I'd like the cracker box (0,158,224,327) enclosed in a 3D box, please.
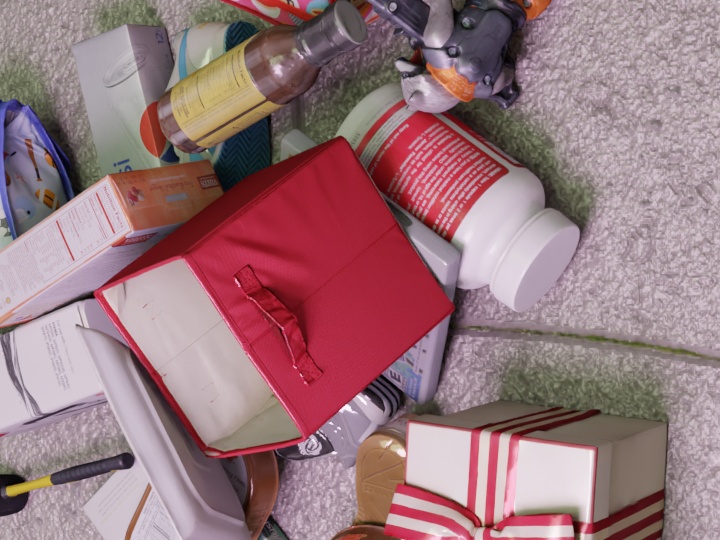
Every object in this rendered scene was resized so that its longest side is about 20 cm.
[{"bbox_3d":[-0.225,-0.023,1.713,0.200,0.134,0.058,-30,81,34],"label":"cracker box"}]

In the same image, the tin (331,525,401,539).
[{"bbox_3d":[0.031,0.308,1.678,0.112,0.042,0.200,-18,105,31],"label":"tin"}]

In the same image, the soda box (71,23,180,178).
[{"bbox_3d":[-0.196,-0.118,1.807,0.068,0.063,0.201,-15,86,29],"label":"soda box"}]

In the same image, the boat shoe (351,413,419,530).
[{"bbox_3d":[0.031,0.210,1.700,0.074,0.069,0.200,21,124,19],"label":"boat shoe"}]

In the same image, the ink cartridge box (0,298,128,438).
[{"bbox_3d":[-0.275,0.089,1.819,0.200,0.144,0.084,-22,84,29],"label":"ink cartridge box"}]

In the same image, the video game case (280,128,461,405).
[{"bbox_3d":[0.000,0.000,1.663,0.182,0.022,0.200,38,149,22],"label":"video game case"}]

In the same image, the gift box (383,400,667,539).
[{"bbox_3d":[0.139,0.212,1.572,0.184,0.187,0.201,0,92,30],"label":"gift box"}]

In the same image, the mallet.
[{"bbox_3d":[-0.296,0.197,1.864,0.200,0.066,0.041,-19,80,41],"label":"mallet"}]

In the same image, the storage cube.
[{"bbox_3d":[-0.067,0.024,1.581,0.171,0.180,0.200,56,149,-9],"label":"storage cube"}]

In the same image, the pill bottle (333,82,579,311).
[{"bbox_3d":[0.076,-0.057,1.631,0.200,0.112,0.112,38,110,22],"label":"pill bottle"}]

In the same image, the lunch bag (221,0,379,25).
[{"bbox_3d":[-0.068,-0.274,1.684,0.200,0.082,0.176,29,145,36],"label":"lunch bag"}]

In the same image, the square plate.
[{"bbox_3d":[-0.153,0.142,1.647,0.028,0.198,0.200,-30,73,5],"label":"square plate"}]

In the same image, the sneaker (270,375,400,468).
[{"bbox_3d":[-0.070,0.101,1.747,0.200,0.075,0.116,38,113,21],"label":"sneaker"}]

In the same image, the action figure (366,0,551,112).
[{"bbox_3d":[0.078,-0.216,1.584,0.194,0.200,0.105,-62,22,2],"label":"action figure"}]

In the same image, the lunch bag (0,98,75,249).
[{"bbox_3d":[-0.353,-0.046,1.868,0.170,0.124,0.201,-16,93,30],"label":"lunch bag"}]

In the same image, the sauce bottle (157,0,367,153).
[{"bbox_3d":[-0.079,-0.161,1.650,0.200,0.065,0.065,-25,81,33],"label":"sauce bottle"}]

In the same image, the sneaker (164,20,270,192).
[{"bbox_3d":[-0.132,-0.119,1.772,0.081,0.076,0.201,4,90,38],"label":"sneaker"}]

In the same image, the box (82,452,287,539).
[{"bbox_3d":[-0.150,0.247,1.821,0.144,0.036,0.200,-47,72,24],"label":"box"}]

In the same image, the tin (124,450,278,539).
[{"bbox_3d":[-0.143,0.218,1.768,0.112,0.042,0.200,34,111,25],"label":"tin"}]
